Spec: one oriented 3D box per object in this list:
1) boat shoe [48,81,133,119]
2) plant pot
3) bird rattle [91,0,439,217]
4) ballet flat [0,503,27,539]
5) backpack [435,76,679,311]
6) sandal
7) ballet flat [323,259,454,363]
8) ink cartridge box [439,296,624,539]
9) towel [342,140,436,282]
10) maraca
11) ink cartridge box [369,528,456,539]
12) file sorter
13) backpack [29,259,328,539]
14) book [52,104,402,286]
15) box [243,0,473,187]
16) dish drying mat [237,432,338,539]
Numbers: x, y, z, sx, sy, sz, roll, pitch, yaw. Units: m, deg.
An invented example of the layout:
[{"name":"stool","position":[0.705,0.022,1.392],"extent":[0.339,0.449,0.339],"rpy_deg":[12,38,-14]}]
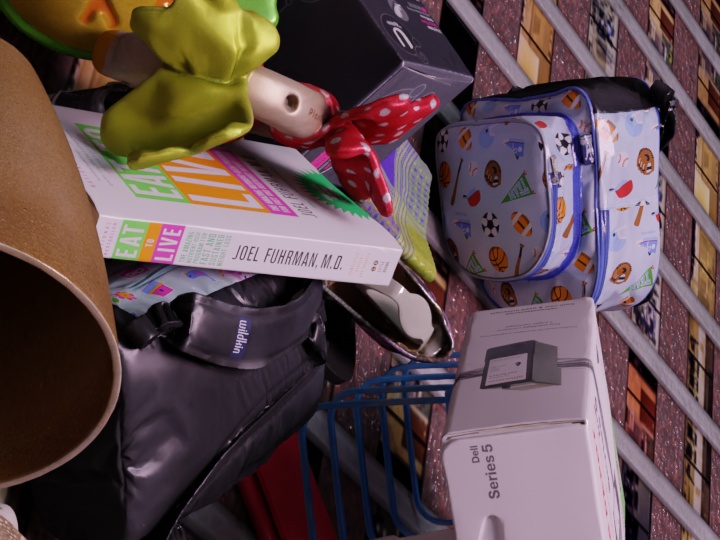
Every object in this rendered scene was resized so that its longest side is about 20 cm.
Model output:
[{"name":"boat shoe","position":[-0.118,-0.083,1.227],"extent":[0.199,0.068,0.074],"rpy_deg":[18,61,-55]},{"name":"plant pot","position":[-0.208,-0.023,0.966],"extent":[0.186,0.186,0.200],"rpy_deg":[48,26,-38]},{"name":"bird rattle","position":[-0.063,-0.105,1.122],"extent":[0.200,0.163,0.113],"rpy_deg":[9,97,-43]},{"name":"ballet flat","position":[-0.186,0.162,1.015],"extent":[0.200,0.070,0.065],"rpy_deg":[55,18,-40]},{"name":"backpack","position":[0.157,-0.053,1.571],"extent":[0.154,0.200,0.191],"rpy_deg":[-17,100,-30]},{"name":"sandal","position":[-0.013,-0.015,1.397],"extent":[0.075,0.045,0.200],"rpy_deg":[41,43,-46]},{"name":"ballet flat","position":[0.000,0.000,1.311],"extent":[0.200,0.071,0.069],"rpy_deg":[42,80,-36]},{"name":"ink cartridge box","position":[0.105,0.119,1.140],"extent":[0.200,0.084,0.146],"rpy_deg":[-68,149,-70]},{"name":"towel","position":[0.001,-0.097,1.447],"extent":[0.200,0.023,0.144],"rpy_deg":[54,21,-27]},{"name":"maraca","position":[-0.129,-0.196,1.178],"extent":[0.200,0.107,0.137],"rpy_deg":[-7,92,-20]},{"name":"ink cartridge box","position":[-0.013,0.225,1.129],"extent":[0.067,0.200,0.117],"rpy_deg":[35,48,-48]},{"name":"file sorter","position":[0.055,0.133,1.333],"extent":[0.200,0.123,0.139],"rpy_deg":[-18,104,-66]},{"name":"backpack","position":[-0.104,0.054,1.113],"extent":[0.200,0.126,0.167],"rpy_deg":[-32,136,-51]},{"name":"book","position":[-0.092,-0.038,1.114],"extent":[0.200,0.134,0.048],"rpy_deg":[6,114,-38]},{"name":"box","position":[-0.042,-0.168,1.278],"extent":[0.200,0.122,0.106],"rpy_deg":[56,23,17]},{"name":"dish drying mat","position":[-0.047,0.155,1.288],"extent":[0.077,0.018,0.200],"rpy_deg":[-37,108,-60]}]
